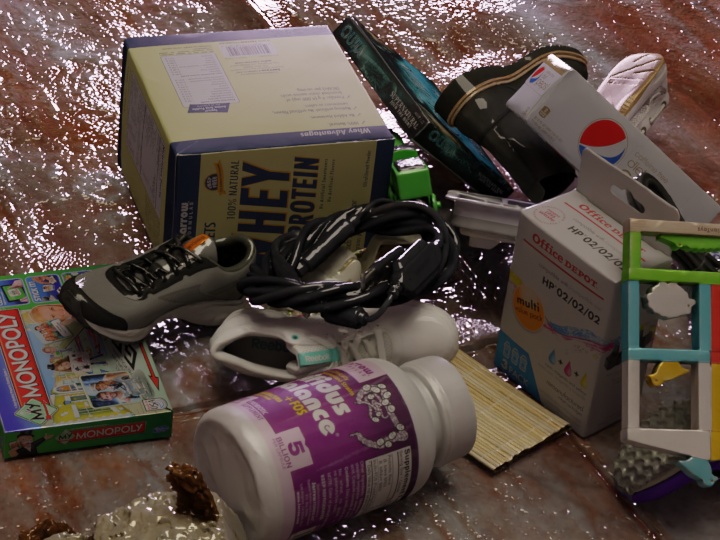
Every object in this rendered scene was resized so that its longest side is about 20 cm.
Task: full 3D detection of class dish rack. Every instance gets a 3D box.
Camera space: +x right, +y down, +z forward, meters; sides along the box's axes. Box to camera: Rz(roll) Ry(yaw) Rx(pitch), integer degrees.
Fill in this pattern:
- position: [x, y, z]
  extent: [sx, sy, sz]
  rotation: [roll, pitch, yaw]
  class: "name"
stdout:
- position: [0.156, -0.035, 1.814]
  extent: [0.171, 0.044, 0.200]
  rotation: [11, 3, 3]
  class: "dish rack"

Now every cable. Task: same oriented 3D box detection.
- position: [0.274, 0.009, 1.684]
  extent: [0.200, 0.050, 0.097]
  rotation: [37, 47, -22]
  class: "cable"
- position: [-0.007, -0.005, 1.690]
  extent: [0.163, 0.051, 0.200]
  rotation: [-2, 24, 25]
  class: "cable"

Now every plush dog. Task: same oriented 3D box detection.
- position: [-0.163, 0.217, 1.399]
  extent: [0.171, 0.161, 0.200]
  rotation: [-21, 39, 0]
  class: "plush dog"

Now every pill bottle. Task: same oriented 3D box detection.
- position: [-0.015, 0.129, 1.555]
  extent: [0.199, 0.113, 0.112]
  rotation: [-17, 42, -30]
  class: "pill bottle"

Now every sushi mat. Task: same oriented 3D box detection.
- position: [0.069, 0.095, 1.704]
  extent: [0.096, 0.012, 0.200]
  rotation: [-27, 48, -38]
  class: "sushi mat"

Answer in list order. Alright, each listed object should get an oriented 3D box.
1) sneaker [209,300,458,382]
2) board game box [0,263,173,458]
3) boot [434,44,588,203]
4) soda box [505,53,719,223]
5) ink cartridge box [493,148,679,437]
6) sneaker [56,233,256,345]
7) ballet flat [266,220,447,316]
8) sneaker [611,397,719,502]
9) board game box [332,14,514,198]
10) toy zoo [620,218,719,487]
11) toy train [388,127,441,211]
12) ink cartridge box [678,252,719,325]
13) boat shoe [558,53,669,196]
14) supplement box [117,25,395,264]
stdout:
- position: [-0.023, 0.065, 1.648]
  extent: [0.199, 0.076, 0.088]
  rotation: [-3, 5, 10]
  class: "sneaker"
- position: [-0.240, 0.069, 1.669]
  extent: [0.134, 0.029, 0.200]
  rotation: [-6, 38, -20]
  class: "board game box"
- position: [0.175, -0.130, 1.934]
  extent: [0.200, 0.078, 0.138]
  rotation: [-23, 64, -42]
  class: "boot"
- position: [0.225, -0.101, 1.841]
  extent: [0.200, 0.064, 0.068]
  rotation: [40, 5, -20]
  class: "soda box"
- position: [0.180, 0.017, 1.670]
  extent: [0.068, 0.201, 0.115]
  rotation: [-21, 44, -34]
  class: "ink cartridge box"
- position: [-0.164, 0.006, 1.686]
  extent: [0.074, 0.080, 0.200]
  rotation: [43, 33, 27]
  class: "sneaker"
- position: [0.000, 0.000, 1.779]
  extent: [0.200, 0.064, 0.076]
  rotation: [-24, 47, -35]
  class: "ballet flat"
- position: [0.296, 0.137, 1.633]
  extent: [0.200, 0.100, 0.070]
  rotation: [-35, 28, -7]
  class: "sneaker"
- position: [0.058, -0.152, 1.964]
  extent: [0.135, 0.028, 0.200]
  rotation: [35, 15, -41]
  class: "board game box"
- position: [0.262, 0.064, 1.575]
  extent: [0.131, 0.020, 0.201]
  rotation: [3, 80, -10]
  class: "toy zoo"
- position: [0.038, -0.087, 1.857]
  extent: [0.042, 0.057, 0.200]
  rotation: [-11, 14, -4]
  class: "toy train"
- position: [0.387, 0.045, 1.807]
  extent: [0.199, 0.041, 0.200]
  rotation: [5, 36, -4]
  class: "ink cartridge box"
- position: [0.239, -0.124, 1.992]
  extent: [0.071, 0.069, 0.200]
  rotation: [15, 52, 47]
  class: "boat shoe"
- position: [-0.098, -0.107, 1.848]
  extent: [0.199, 0.135, 0.200]
  rotation: [-6, 37, -18]
  class: "supplement box"
